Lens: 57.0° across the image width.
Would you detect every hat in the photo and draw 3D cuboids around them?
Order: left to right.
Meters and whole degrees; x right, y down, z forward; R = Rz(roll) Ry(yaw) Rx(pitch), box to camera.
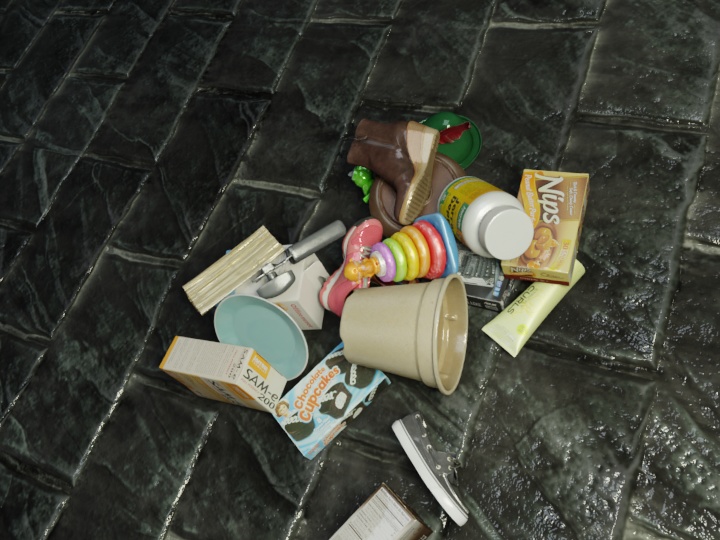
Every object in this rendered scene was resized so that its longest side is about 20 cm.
[{"bbox_3d":[0.157,-0.303,1.339,0.199,0.176,0.166,8,65,24],"label":"hat"}]

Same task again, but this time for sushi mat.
[{"bbox_3d":[-0.242,-0.003,1.256,0.200,0.012,0.096,-39,50,-12],"label":"sushi mat"}]

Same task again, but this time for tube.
[{"bbox_3d":[0.309,0.057,1.160,0.200,0.052,0.058,-45,19,-4],"label":"tube"}]

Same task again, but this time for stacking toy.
[{"bbox_3d":[0.059,-0.019,1.146,0.199,0.110,0.117,-18,93,-24],"label":"stacking toy"}]

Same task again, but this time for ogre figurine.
[{"bbox_3d":[0.058,-0.179,1.347,0.120,0.200,0.098,-37,14,11],"label":"ogre figurine"}]

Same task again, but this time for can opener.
[{"bbox_3d":[-0.108,-0.018,1.212,0.199,0.053,0.067,-31,93,-15],"label":"can opener"}]

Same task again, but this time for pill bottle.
[{"bbox_3d":[0.212,-0.087,1.126,0.113,0.113,0.200,-33,23,0],"label":"pill bottle"}]

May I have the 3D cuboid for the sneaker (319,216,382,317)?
[{"bbox_3d":[0.000,0.000,1.228,0.087,0.074,0.201,41,110,50],"label":"sneaker"}]

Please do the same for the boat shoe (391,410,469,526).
[{"bbox_3d":[0.126,0.313,1.077,0.066,0.070,0.200,-36,49,0],"label":"boat shoe"}]

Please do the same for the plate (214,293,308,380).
[{"bbox_3d":[-0.182,0.122,1.236,0.199,0.201,0.026,7,33,24],"label":"plate"}]

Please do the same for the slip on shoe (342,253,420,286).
[{"bbox_3d":[0.039,-0.004,1.287,0.200,0.061,0.074,37,81,34],"label":"slip on shoe"}]

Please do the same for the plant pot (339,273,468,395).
[{"bbox_3d":[0.071,0.101,1.132,0.183,0.201,0.201,2,63,22],"label":"plant pot"}]

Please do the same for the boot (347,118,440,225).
[{"bbox_3d":[0.050,-0.189,1.248,0.166,0.072,0.201,12,78,26],"label":"boot"}]

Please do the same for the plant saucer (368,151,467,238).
[{"bbox_3d":[0.112,-0.144,1.264,0.199,0.034,0.201,-3,74,11],"label":"plant saucer"}]

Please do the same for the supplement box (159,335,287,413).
[{"bbox_3d":[-0.254,0.191,1.227,0.199,0.126,0.074,3,58,34],"label":"supplement box"}]

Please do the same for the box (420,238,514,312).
[{"bbox_3d":[0.219,-0.033,1.242,0.157,0.050,0.201,13,68,26],"label":"box"}]

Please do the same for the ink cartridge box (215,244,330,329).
[{"bbox_3d":[-0.157,0.036,1.295,0.199,0.129,0.126,-4,59,19],"label":"ink cartridge box"}]

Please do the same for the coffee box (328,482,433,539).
[{"bbox_3d":[0.006,0.438,1.019,0.200,0.114,0.080,-44,56,-8],"label":"coffee box"}]

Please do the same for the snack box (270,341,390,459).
[{"bbox_3d":[-0.056,0.229,1.204,0.200,0.037,0.116,-43,56,-6],"label":"snack box"}]

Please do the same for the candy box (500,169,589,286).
[{"bbox_3d":[0.326,-0.078,1.163,0.115,0.055,0.201,9,66,24],"label":"candy box"}]
